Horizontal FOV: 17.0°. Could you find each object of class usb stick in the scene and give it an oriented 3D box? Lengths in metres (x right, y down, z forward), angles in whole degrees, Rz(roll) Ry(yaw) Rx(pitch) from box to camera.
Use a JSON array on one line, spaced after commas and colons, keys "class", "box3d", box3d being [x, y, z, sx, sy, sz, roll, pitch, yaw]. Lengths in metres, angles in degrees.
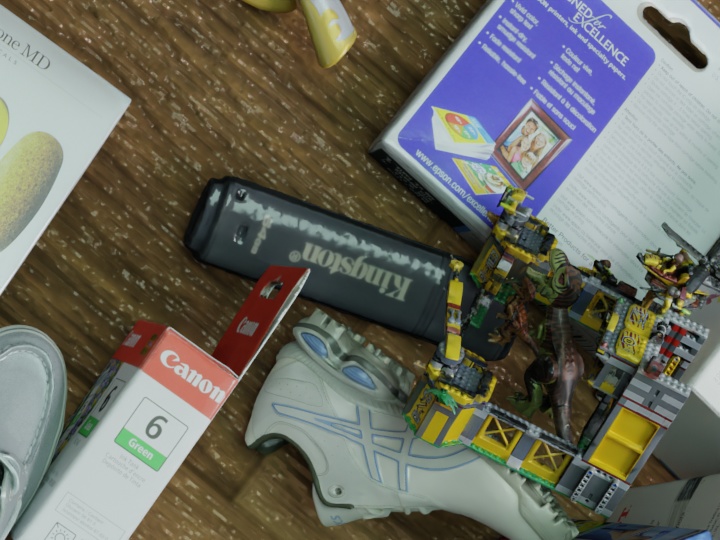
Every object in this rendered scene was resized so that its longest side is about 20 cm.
[{"class": "usb stick", "box3d": [0.000, 0.000, 1.356, 0.200, 0.033, 0.055, 20, 109, -16]}]

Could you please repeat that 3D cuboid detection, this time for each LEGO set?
[{"class": "LEGO set", "box3d": [0.117, 0.022, 1.264, 0.154, 0.116, 0.200, 33, 39, 7]}]

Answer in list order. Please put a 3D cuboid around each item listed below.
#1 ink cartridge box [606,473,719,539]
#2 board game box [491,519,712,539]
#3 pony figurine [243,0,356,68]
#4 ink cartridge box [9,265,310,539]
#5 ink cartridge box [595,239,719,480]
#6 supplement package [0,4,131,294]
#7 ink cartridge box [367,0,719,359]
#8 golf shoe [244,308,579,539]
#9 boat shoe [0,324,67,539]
[{"class": "ink cartridge box", "box3d": [0.192, 0.191, 1.314, 0.084, 0.200, 0.145, 37, 67, -14]}, {"class": "board game box", "box3d": [0.089, 0.172, 1.286, 0.135, 0.200, 0.034, -18, 92, -19]}, {"class": "pony figurine", "box3d": [-0.041, -0.242, 1.322, 0.200, 0.167, 0.193, 43, 81, -27]}, {"class": "ink cartridge box", "box3d": [-0.110, 0.067, 1.263, 0.050, 0.109, 0.200, 36, 83, -11]}, {"class": "ink cartridge box", "box3d": [0.263, 0.039, 1.398, 0.129, 0.125, 0.200, 44, 72, -10]}, {"class": "supplement package", "box3d": [-0.227, -0.033, 1.245, 0.114, 0.110, 0.200, 35, 75, -12]}, {"class": "ink cartridge box", "box3d": [0.137, -0.081, 1.409, 0.198, 0.043, 0.200, 42, 76, -11]}, {"class": "golf shoe", "box3d": [0.025, 0.111, 1.310, 0.200, 0.078, 0.097, 34, 88, 27]}, {"class": "boat shoe", "box3d": [-0.196, 0.115, 1.187, 0.070, 0.072, 0.201, 32, 69, -16]}]
